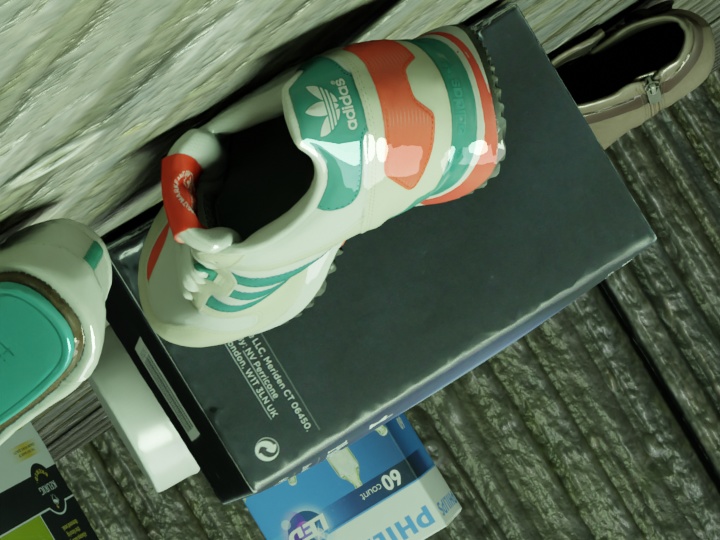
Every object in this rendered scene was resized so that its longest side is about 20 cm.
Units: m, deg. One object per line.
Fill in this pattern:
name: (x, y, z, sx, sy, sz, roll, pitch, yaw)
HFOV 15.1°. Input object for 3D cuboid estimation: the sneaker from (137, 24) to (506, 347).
sneaker: (-0.041, -0.026, 0.918, 0.093, 0.071, 0.200, -7, 165, -38)

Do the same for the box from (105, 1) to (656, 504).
box: (0.000, 0.000, 1.172, 0.198, 0.124, 0.200, -33, 179, -8)

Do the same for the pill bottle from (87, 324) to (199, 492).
pill bottle: (-0.034, 0.022, 1.323, 0.200, 0.111, 0.111, -32, 178, -8)

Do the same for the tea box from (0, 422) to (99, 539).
tea box: (-0.233, 0.203, 1.545, 0.133, 0.197, 0.200, -32, 178, 17)

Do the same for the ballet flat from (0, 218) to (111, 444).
ballet flat: (-0.152, 0.045, 0.909, 0.200, 0.070, 0.069, -34, 177, 30)

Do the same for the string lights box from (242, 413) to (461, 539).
string lights box: (-0.036, 0.087, 1.629, 0.103, 0.200, 0.059, -32, 178, 12)

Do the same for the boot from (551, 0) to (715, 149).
boot: (0.118, -0.094, 1.608, 0.200, 0.070, 0.146, -33, 172, 3)
